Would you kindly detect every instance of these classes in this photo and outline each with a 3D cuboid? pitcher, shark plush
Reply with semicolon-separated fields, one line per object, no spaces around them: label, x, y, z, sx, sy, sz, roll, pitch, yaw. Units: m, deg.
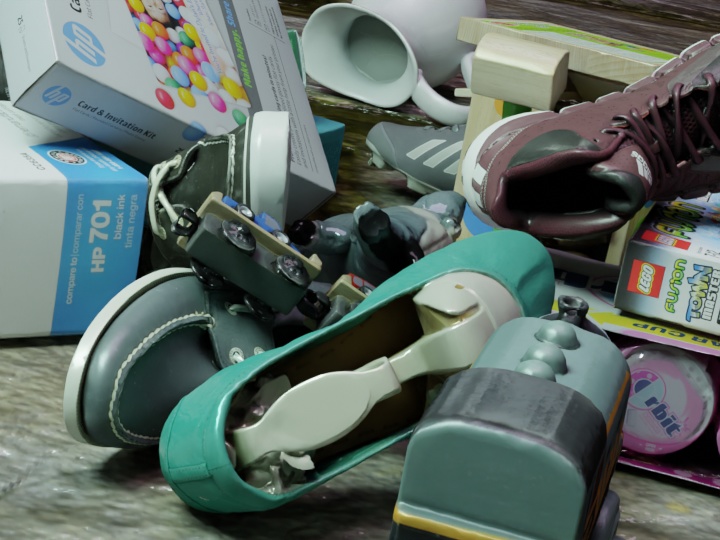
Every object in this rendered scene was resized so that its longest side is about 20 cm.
pitcher;0.059;-0.201;1.532;0.171;0.122;0.200;35;33;8
shark plush;0.000;0.000;0.817;0.082;0.092;0.200;18;7;1

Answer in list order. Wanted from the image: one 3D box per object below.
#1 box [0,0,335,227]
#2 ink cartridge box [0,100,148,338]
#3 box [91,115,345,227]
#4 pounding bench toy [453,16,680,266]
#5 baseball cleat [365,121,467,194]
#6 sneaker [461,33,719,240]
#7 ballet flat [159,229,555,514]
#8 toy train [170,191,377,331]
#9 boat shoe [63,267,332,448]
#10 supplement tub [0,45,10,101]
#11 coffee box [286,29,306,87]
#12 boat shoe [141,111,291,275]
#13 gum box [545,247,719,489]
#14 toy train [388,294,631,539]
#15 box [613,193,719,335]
box;-0.109;-0.122;0.923;0.199;0.041;0.157;22;40;-43
ink cartridge box;-0.225;-0.027;0.830;0.198;0.087;0.146;0;20;-37
box;-0.090;-0.069;1.102;0.081;0.050;0.200;17;18;21
pounding bench toy;0.104;-0.053;0.971;0.123;0.158;0.199;18;14;26
baseball cleat;0.090;-0.082;1.154;0.199;0.107;0.069;31;13;38
sneaker;0.148;-0.055;0.819;0.198;0.076;0.116;-21;13;5
ballet flat;0.014;0.042;0.690;0.199;0.068;0.070;-27;9;-22
toy train;0.003;0.025;0.753;0.199;0.034;0.046;33;29;-18
boat shoe;-0.052;0.039;0.746;0.061;0.074;0.199;15;12;27
supplement tub;-0.241;-0.126;1.000;0.198;0.124;0.122;1;12;23
coffee box;-0.148;-0.127;1.145;0.198;0.045;0.123;-11;10;-19
boat shoe;-0.075;-0.026;0.846;0.063;0.072;0.200;6;-18;-12
gum box;0.142;0.048;0.840;0.198;0.067;0.114;14;17;10
toy train;0.056;0.081;0.605;0.084;0.115;0.200;15;18;13
box;0.197;-0.004;0.872;0.109;0.035;0.200;15;15;12
